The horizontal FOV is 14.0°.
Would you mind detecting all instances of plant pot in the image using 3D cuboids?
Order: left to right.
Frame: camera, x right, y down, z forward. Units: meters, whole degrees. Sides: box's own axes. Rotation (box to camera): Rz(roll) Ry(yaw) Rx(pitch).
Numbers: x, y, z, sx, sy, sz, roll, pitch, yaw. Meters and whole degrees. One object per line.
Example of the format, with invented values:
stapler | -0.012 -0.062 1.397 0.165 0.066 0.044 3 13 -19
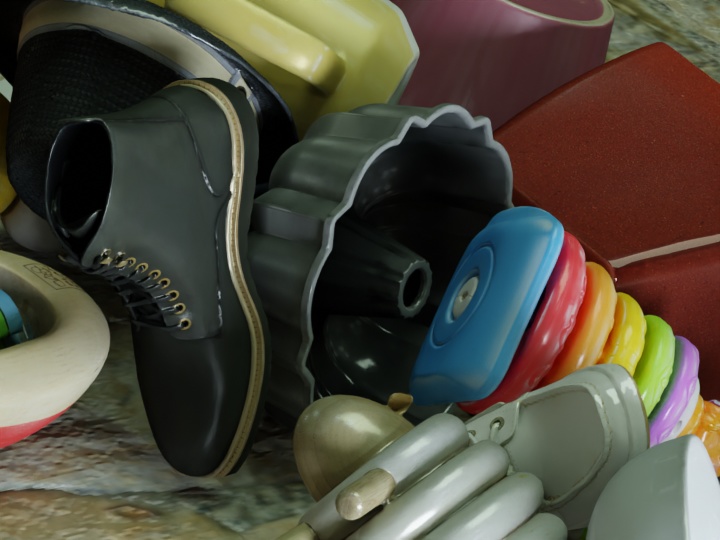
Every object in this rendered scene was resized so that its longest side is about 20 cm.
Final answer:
plant pot | 0.070 -0.109 1.881 0.200 0.179 0.200 19 24 -9
plant pot | 0.146 0.006 1.705 0.176 0.200 0.200 -11 39 -39

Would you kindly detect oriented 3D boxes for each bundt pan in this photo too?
bundt pan | 0.000 0.000 1.575 0.076 0.202 0.202 18 17 32

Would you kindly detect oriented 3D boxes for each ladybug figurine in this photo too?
ladybug figurine | -0.204 0.043 1.427 0.136 0.072 0.200 34 26 26

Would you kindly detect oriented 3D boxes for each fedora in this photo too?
fedora | -0.130 -0.068 1.555 0.200 0.092 0.201 18 -22 7

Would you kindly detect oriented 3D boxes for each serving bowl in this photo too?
serving bowl | 0.141 0.179 1.358 0.066 0.200 0.200 -10 19 13

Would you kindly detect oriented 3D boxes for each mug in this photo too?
mug | -0.057 -0.115 1.646 0.153 0.150 0.187 29 31 2

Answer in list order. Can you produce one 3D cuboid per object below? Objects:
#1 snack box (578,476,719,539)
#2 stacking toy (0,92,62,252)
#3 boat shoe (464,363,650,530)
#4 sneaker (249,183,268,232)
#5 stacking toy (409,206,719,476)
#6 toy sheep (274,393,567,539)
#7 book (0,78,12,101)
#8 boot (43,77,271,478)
snack box | 0.233 0.187 1.535 0.168 0.068 0.200 5 30 -37
stacking toy | -0.234 -0.069 1.619 0.200 0.146 0.146 32 17 -28
boat shoe | 0.073 0.102 1.457 0.069 0.200 0.071 -4 70 -28
sneaker | -0.046 -0.051 1.781 0.085 0.077 0.200 -6 36 -42
stacking toy | 0.137 0.059 1.552 0.200 0.110 0.116 29 -14 -14
toy sheep | 0.037 0.142 1.377 0.200 0.138 0.138 56 28 3
book | -0.122 -0.105 1.769 0.133 0.048 0.200 29 47 33
boot | -0.109 0.011 1.431 0.077 0.201 0.138 -1 7 26
